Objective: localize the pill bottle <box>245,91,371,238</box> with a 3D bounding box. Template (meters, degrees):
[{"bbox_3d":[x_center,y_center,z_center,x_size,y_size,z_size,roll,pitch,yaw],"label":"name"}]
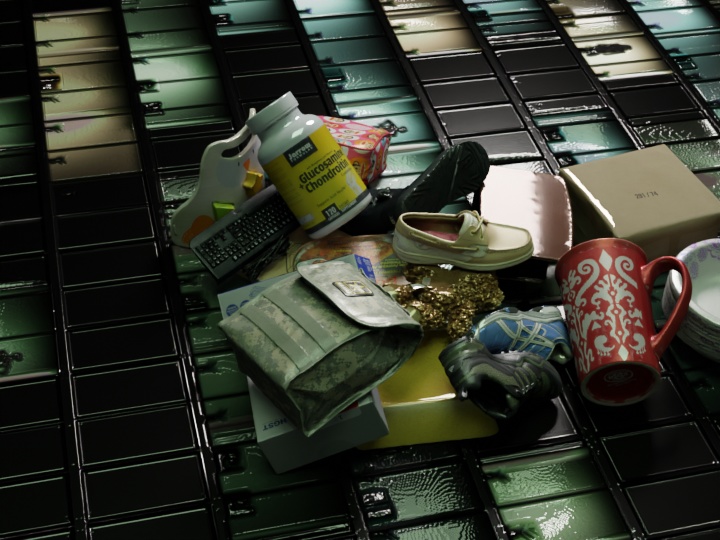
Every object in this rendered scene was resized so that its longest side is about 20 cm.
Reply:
[{"bbox_3d":[-0.080,-0.155,1.785,0.112,0.112,0.200,-41,101,-38],"label":"pill bottle"}]

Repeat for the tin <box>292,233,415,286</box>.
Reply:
[{"bbox_3d":[0.000,0.000,1.773,0.199,0.042,0.112,-4,40,-9],"label":"tin"}]

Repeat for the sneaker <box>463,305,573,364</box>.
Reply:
[{"bbox_3d":[0.216,0.098,1.666,0.199,0.076,0.077,-8,59,-35],"label":"sneaker"}]

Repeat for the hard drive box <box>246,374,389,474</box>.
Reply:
[{"bbox_3d":[-0.063,0.143,1.584,0.155,0.077,0.200,-21,45,3],"label":"hard drive box"}]

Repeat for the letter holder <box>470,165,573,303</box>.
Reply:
[{"bbox_3d":[0.241,-0.053,1.836,0.141,0.101,0.200,6,43,-1],"label":"letter holder"}]

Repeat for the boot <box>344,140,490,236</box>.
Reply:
[{"bbox_3d":[0.080,-0.123,1.854,0.200,0.077,0.168,-41,20,-28],"label":"boot"}]

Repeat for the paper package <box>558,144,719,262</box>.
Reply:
[{"bbox_3d":[0.425,-0.089,1.885,0.199,0.104,0.191,-14,46,-17],"label":"paper package"}]

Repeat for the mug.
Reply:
[{"bbox_3d":[0.354,0.062,1.665,0.133,0.178,0.201,22,46,-24],"label":"mug"}]

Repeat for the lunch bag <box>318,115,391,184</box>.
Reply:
[{"bbox_3d":[-0.051,-0.195,1.935,0.175,0.082,0.200,16,18,10],"label":"lunch bag"}]

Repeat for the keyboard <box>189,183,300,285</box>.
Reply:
[{"bbox_3d":[-0.147,-0.055,1.788,0.200,0.040,0.104,-39,89,-32],"label":"keyboard"}]

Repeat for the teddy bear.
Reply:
[{"bbox_3d":[0.103,0.043,1.683,0.145,0.067,0.200,23,34,26],"label":"teddy bear"}]

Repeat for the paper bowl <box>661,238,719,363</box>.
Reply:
[{"bbox_3d":[0.530,0.054,1.737,0.200,0.105,0.201,2,43,-2],"label":"paper bowl"}]

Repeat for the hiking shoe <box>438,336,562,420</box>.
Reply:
[{"bbox_3d":[0.188,0.157,1.595,0.199,0.076,0.101,16,47,-32],"label":"hiking shoe"}]

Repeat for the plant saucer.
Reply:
[{"bbox_3d":[0.071,0.141,1.650,0.199,0.049,0.200,-5,43,-10],"label":"plant saucer"}]

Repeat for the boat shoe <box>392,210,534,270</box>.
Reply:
[{"bbox_3d":[0.144,-0.048,1.696,0.199,0.069,0.074,0,42,0],"label":"boat shoe"}]

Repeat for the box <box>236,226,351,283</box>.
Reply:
[{"bbox_3d":[-0.057,0.000,1.811,0.200,0.021,0.163,29,49,23],"label":"box"}]

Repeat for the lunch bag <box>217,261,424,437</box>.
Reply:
[{"bbox_3d":[-0.043,0.078,1.500,0.200,0.118,0.164,-35,45,-17],"label":"lunch bag"}]

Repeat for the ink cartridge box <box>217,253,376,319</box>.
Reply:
[{"bbox_3d":[-0.085,0.028,1.673,0.199,0.094,0.044,-17,82,13],"label":"ink cartridge box"}]

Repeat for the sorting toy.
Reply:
[{"bbox_3d":[-0.191,-0.145,1.841,0.107,0.181,0.200,23,46,20],"label":"sorting toy"}]
